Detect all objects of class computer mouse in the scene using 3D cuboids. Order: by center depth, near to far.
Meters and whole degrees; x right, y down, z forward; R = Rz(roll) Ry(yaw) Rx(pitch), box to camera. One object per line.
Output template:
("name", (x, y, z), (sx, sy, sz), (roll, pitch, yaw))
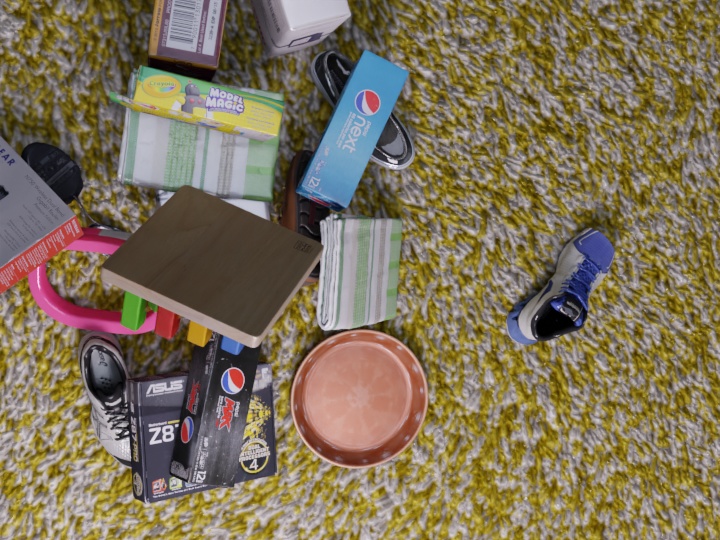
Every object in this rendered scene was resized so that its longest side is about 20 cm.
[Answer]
("computer mouse", (-0.379, -0.089, 1.331), (0.059, 0.034, 0.200), (-45, 106, -28))

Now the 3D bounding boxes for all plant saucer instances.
("plant saucer", (-0.003, 0.182, 1.418), (0.200, 0.032, 0.200), (-1, 95, -11))

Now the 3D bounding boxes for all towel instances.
("towel", (-0.204, -0.171, 1.278), (0.200, 0.031, 0.149), (7, 93, -13))
("towel", (0.000, 0.000, 1.333), (0.031, 0.200, 0.149), (7, 94, 26))

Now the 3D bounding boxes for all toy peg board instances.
("toy peg board", (-0.178, 0.017, 1.197), (0.199, 0.200, 0.098), (24, 129, 7))

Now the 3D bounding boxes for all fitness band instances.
("fitness band", (-0.339, 0.016, 1.297), (0.200, 0.037, 0.144), (7, 120, 7))

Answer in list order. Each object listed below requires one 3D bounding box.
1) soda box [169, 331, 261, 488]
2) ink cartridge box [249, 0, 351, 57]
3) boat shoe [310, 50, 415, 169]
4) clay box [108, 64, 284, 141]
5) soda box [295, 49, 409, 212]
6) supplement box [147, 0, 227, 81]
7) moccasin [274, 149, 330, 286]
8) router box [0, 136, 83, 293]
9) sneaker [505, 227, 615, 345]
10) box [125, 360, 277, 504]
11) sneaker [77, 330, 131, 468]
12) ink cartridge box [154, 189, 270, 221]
("soda box", (-0.187, 0.175, 1.284), (0.071, 0.063, 0.200), (15, 83, -35))
("ink cartridge box", (-0.090, -0.370, 1.281), (0.084, 0.200, 0.145), (-18, 97, -12))
("boat shoe", (0.004, -0.219, 1.373), (0.072, 0.071, 0.200), (-45, 100, -5))
("clay box", (-0.200, -0.204, 1.203), (0.200, 0.115, 0.048), (13, 90, -14))
("soda box", (-0.011, -0.181, 1.298), (0.068, 0.064, 0.200), (26, 83, -9))
("supplement box", (-0.220, -0.304, 1.258), (0.086, 0.200, 0.110), (9, 92, -12))
("moccasin", (-0.081, -0.071, 1.352), (0.074, 0.078, 0.202), (14, 66, -38))
("router box", (-0.480, -0.067, 1.234), (0.179, 0.049, 0.200), (-40, 70, -21))
("sneaker", (0.305, 0.036, 1.426), (0.081, 0.115, 0.199), (43, 85, -12))
("box", (-0.211, 0.213, 1.336), (0.200, 0.049, 0.161), (-4, 92, -35))
("sneaker", (-0.333, 0.180, 1.326), (0.076, 0.088, 0.200), (-22, 99, -11))
("ink cartridge box", (-0.201, -0.096, 1.335), (0.146, 0.085, 0.200), (-8, 96, -10))
